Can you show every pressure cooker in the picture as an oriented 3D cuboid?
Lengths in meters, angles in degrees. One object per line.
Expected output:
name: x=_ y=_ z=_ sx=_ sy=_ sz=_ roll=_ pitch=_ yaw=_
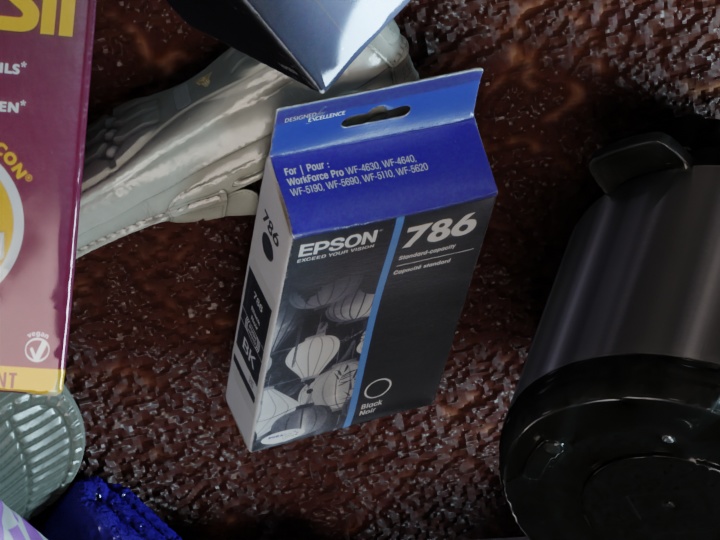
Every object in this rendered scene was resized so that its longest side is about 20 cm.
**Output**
pressure cooker: x=0.167 y=0.038 z=0.990 sx=0.178 sy=0.200 sz=0.176 roll=17 pitch=142 yaw=9

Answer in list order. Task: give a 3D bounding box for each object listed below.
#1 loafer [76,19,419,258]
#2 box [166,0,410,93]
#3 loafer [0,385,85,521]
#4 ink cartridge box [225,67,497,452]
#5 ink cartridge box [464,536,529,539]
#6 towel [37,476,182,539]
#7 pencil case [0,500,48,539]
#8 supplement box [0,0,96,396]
loafer: x=-0.066 y=-0.048 z=0.956 sx=0.200 sy=0.070 sz=0.070 roll=-29 pitch=117 yaw=11
box: x=-0.028 y=-0.208 z=0.770 sx=0.198 sy=0.123 sz=0.200 roll=-48 pitch=124 yaw=-7
loafer: x=-0.181 y=0.047 z=1.016 sx=0.075 sy=0.070 sz=0.200 roll=-32 pitch=143 yaw=-21
ink cartridge box: x=0.000 y=0.000 z=0.980 sx=0.099 sy=0.039 sz=0.200 roll=-13 pitch=143 yaw=-20
ink cartridge box: x=0.097 y=0.227 z=1.113 sx=0.199 sy=0.041 sz=0.201 roll=-9 pitch=111 yaw=34
towel: x=-0.134 y=0.208 z=1.118 sx=0.148 sy=0.050 sz=0.200 roll=40 pitch=118 yaw=-1
pencil case: x=-0.181 y=0.136 z=0.985 sx=0.084 sy=0.085 sz=0.200 roll=-49 pitch=123 yaw=-13
supplement box: x=-0.165 y=-0.059 z=0.871 sx=0.110 sy=0.086 sz=0.201 roll=4 pitch=98 yaw=-13
